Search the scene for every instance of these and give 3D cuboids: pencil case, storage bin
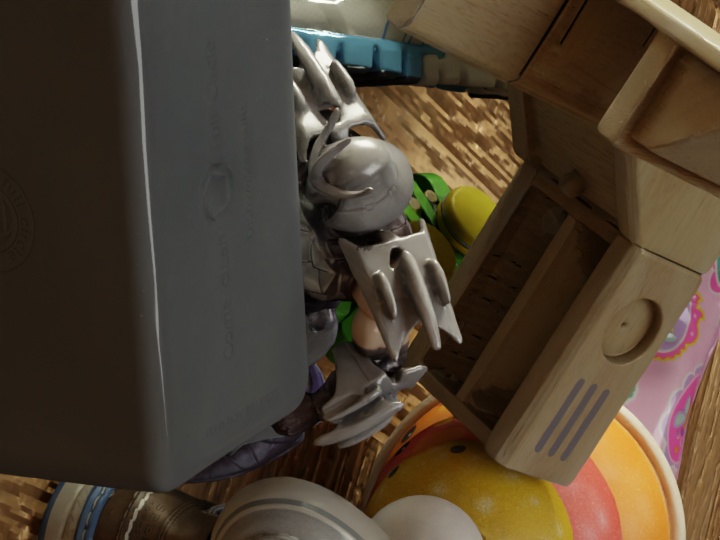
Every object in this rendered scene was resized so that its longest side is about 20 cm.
[{"bbox_3d":[0.134,0.078,1.113,0.087,0.087,0.200,42,60,-56],"label":"pencil case"},{"bbox_3d":[-0.088,-0.031,0.649,0.145,0.134,0.201,-30,124,-54],"label":"storage bin"}]

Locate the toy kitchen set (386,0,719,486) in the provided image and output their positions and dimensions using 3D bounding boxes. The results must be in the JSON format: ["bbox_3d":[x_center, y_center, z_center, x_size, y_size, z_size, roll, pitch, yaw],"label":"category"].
[{"bbox_3d":[0.063,-0.015,0.757,0.200,0.163,0.181,21,105,-43],"label":"toy kitchen set"}]

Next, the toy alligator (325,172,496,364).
[{"bbox_3d":[0.000,0.000,0.898,0.054,0.059,0.200,51,41,4],"label":"toy alligator"}]

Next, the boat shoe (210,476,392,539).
[{"bbox_3d":[0.000,0.169,0.734,0.069,0.072,0.200,-60,134,-72],"label":"boat shoe"}]

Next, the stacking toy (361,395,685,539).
[{"bbox_3d":[0.048,0.110,0.875,0.200,0.146,0.147,14,85,-74],"label":"stacking toy"}]

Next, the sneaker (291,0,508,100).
[{"bbox_3d":[0.022,-0.112,0.847,0.200,0.075,0.087,-1,95,-38],"label":"sneaker"}]

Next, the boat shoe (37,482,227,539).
[{"bbox_3d":[-0.043,0.130,0.831,0.200,0.072,0.072,33,69,-58],"label":"boat shoe"}]

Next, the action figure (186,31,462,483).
[{"bbox_3d":[-0.023,0.005,0.729,0.200,0.069,0.130,117,-37,-63],"label":"action figure"}]
